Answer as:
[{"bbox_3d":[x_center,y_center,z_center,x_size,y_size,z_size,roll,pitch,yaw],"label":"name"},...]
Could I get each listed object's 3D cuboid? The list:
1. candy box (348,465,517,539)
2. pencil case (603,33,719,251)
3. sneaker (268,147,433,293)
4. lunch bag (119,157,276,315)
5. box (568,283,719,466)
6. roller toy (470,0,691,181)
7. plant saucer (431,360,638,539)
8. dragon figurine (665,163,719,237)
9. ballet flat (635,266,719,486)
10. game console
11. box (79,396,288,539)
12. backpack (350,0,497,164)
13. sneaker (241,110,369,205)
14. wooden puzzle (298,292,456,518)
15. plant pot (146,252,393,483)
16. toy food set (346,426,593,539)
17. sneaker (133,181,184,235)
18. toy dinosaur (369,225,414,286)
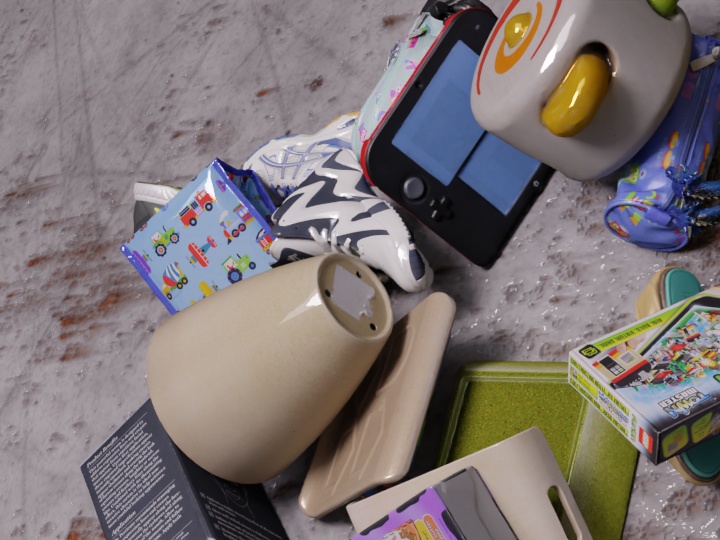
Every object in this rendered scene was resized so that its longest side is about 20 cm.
[{"bbox_3d":[0.045,0.278,1.054,0.200,0.071,0.168,-38,77,29],"label":"candy box"},{"bbox_3d":[0.282,-0.119,1.195,0.078,0.087,0.201,22,74,2],"label":"pencil case"},{"bbox_3d":[-0.022,-0.021,1.299,0.129,0.080,0.199,-35,54,0],"label":"sneaker"},{"bbox_3d":[-0.136,0.007,1.442,0.150,0.094,0.200,-41,71,15],"label":"lunch bag"},{"bbox_3d":[0.272,0.067,1.030,0.199,0.035,0.110,-22,40,-21],"label":"box"},{"bbox_3d":[0.187,-0.183,1.193,0.182,0.139,0.201,-28,39,62],"label":"roller toy"},{"bbox_3d":[0.136,0.160,1.154,0.199,0.048,0.201,-2,61,40],"label":"plant saucer"},{"bbox_3d":[0.339,-0.040,1.078,0.099,0.059,0.200,-37,49,-21],"label":"dragon figurine"},{"bbox_3d":[0.258,0.092,1.099,0.063,0.068,0.201,-47,31,49],"label":"ballet flat"},{"bbox_3d":[0.110,-0.130,1.287,0.200,0.177,0.031,-56,19,-5],"label":"game console"},{"bbox_3d":[-0.159,0.243,1.277,0.107,0.148,0.200,-43,42,8],"label":"box"},{"bbox_3d":[0.084,-0.161,1.359,0.200,0.167,0.127,-58,21,-4],"label":"backpack"},{"bbox_3d":[-0.056,-0.104,1.483,0.199,0.075,0.088,-23,49,28],"label":"sneaker"},{"bbox_3d":[0.023,0.132,1.238,0.200,0.046,0.186,-36,32,59],"label":"wooden puzzle"},{"bbox_3d":[-0.069,0.072,1.254,0.200,0.187,0.188,-38,41,36],"label":"plant pot"},{"bbox_3d":[0.092,0.226,1.096,0.200,0.060,0.144,-29,81,31],"label":"toy food set"},{"bbox_3d":[-0.192,-0.051,1.581,0.199,0.074,0.085,14,97,40],"label":"sneaker"},{"bbox_3d":[0.000,0.000,1.380,0.102,0.077,0.201,-38,48,31],"label":"toy dinosaur"}]
